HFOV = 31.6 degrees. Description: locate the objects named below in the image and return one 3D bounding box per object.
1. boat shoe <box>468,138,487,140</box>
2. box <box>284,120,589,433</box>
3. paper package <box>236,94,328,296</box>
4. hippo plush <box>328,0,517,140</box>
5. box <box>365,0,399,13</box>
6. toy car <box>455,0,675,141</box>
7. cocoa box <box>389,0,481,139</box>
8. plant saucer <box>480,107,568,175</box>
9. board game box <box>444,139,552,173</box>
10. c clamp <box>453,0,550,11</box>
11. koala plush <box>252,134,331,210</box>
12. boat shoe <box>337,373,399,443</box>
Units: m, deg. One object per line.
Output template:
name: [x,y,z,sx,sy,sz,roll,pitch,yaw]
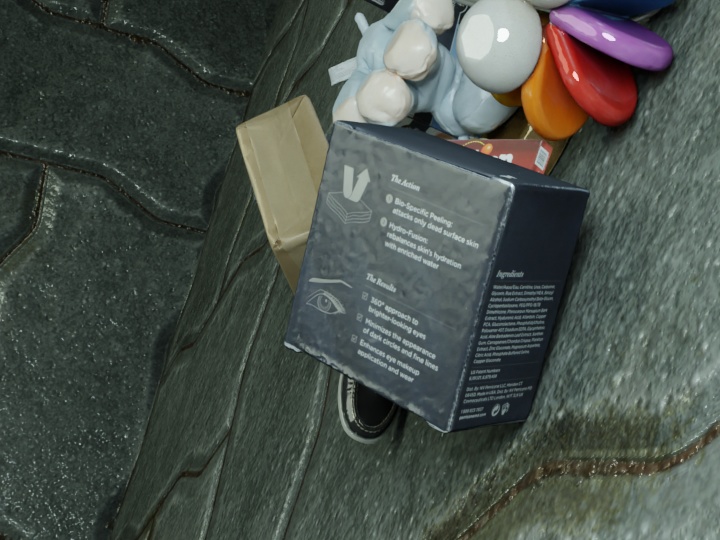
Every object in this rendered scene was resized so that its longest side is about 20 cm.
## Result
boat shoe: [0.113,-0.070,1.189,0.201,0.075,0.073,-115,34,-58]
box: [0.059,0.000,1.046,0.195,0.117,0.203,25,107,40]
paper package: [-0.063,-0.073,1.530,0.201,0.102,0.193,69,-178,-61]
hippo plush: [0.068,-0.173,1.271,0.199,0.160,0.161,-9,53,65]
box: [0.086,-0.366,1.567,0.198,0.198,0.050,-31,36,66]
toy car: [0.192,-0.200,1.061,0.150,0.173,0.201,52,125,34]
cocoa box: [0.085,-0.219,1.485,0.133,0.130,0.202,138,151,-61]
plant saucer: [0.167,-0.158,1.284,0.201,0.035,0.201,-90,26,-56]
board game box: [0.077,-0.070,1.158,0.198,0.019,0.104,5,68,47]
c clamp: [0.155,-0.325,1.233,0.027,0.198,0.172,-92,25,-60]
koala plush: [-0.042,-0.083,1.722,0.178,0.183,0.200,-52,37,8]
boat shoe: [0.030,0.088,1.364,0.060,0.073,0.202,-55,10,56]
